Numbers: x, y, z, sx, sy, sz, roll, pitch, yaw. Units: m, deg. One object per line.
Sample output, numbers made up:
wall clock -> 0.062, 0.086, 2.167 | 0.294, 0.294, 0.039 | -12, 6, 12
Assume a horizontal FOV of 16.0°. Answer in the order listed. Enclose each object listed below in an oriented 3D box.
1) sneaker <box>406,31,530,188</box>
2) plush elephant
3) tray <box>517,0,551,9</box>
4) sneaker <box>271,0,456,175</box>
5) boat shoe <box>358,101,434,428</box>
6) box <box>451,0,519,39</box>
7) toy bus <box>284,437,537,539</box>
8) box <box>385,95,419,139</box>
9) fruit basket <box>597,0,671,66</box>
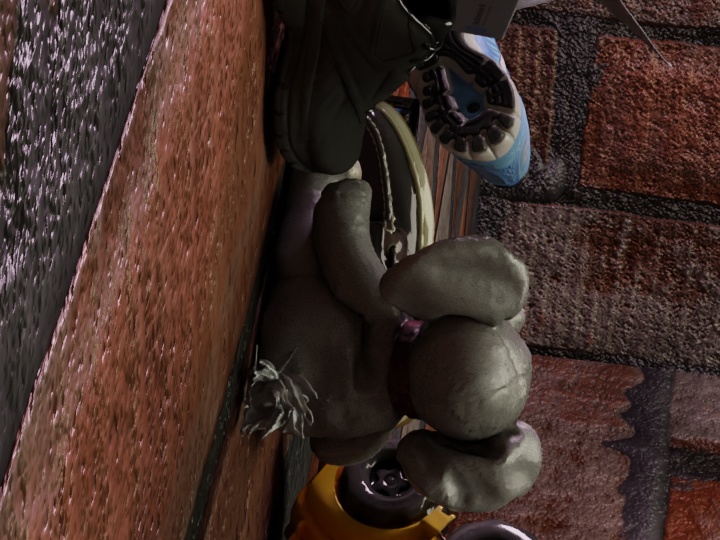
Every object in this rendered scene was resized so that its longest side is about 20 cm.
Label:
sneaker -> 0.062, -0.131, 1.726 | 0.090, 0.078, 0.201 | 55, 13, -51
plush elephant -> 0.026, 0.040, 1.364 | 0.200, 0.154, 0.166 | -75, 170, -65
tray -> 0.083, -0.214, 1.677 | 0.022, 0.199, 0.108 | 39, 50, -45
sneaker -> 0.001, -0.114, 1.270 | 0.200, 0.090, 0.076 | 92, 5, -56
boat shoe -> -0.001, 0.000, 1.529 | 0.066, 0.071, 0.202 | -14, 106, -48
box -> 0.092, -0.259, 1.568 | 0.156, 0.041, 0.201 | 110, -10, -82
toy bus -> 0.004, 0.219, 1.485 | 0.192, 0.200, 0.136 | -38, 150, -25
box -> 0.003, -0.009, 1.671 | 0.199, 0.049, 0.201 | -54, 151, -79
fruit basket -> 0.076, -0.198, 1.314 | 0.094, 0.185, 0.200 | -50, 150, 8
